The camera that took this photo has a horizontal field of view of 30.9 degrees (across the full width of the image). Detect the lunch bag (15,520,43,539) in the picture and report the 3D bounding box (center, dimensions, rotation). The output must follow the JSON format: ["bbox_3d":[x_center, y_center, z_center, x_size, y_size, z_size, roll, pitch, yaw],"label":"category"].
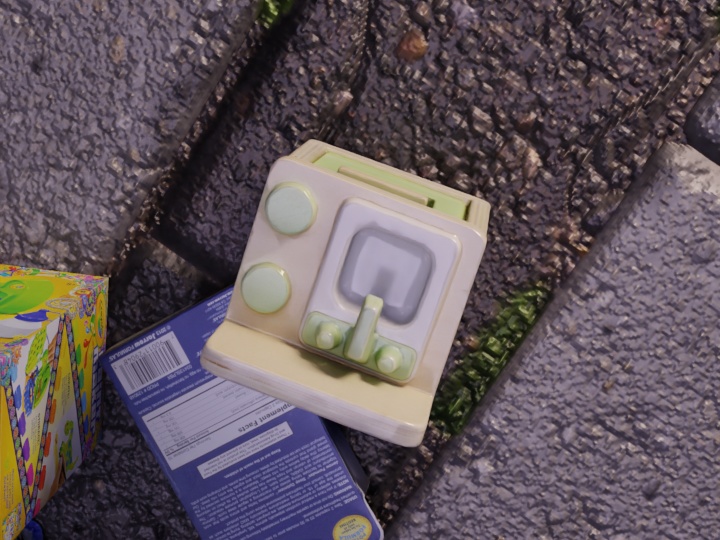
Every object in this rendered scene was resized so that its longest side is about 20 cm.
[{"bbox_3d":[-0.291,0.270,0.852,0.169,0.201,0.124,-37,137,16],"label":"lunch bag"}]

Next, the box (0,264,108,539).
[{"bbox_3d":[-0.283,0.073,0.820,0.197,0.193,0.124,7,104,5],"label":"box"}]

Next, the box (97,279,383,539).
[{"bbox_3d":[-0.077,0.116,0.885,0.120,0.032,0.202,-27,96,13],"label":"box"}]

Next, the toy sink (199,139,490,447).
[{"bbox_3d":[0.000,0.000,0.763,0.129,0.200,0.113,20,105,3],"label":"toy sink"}]
